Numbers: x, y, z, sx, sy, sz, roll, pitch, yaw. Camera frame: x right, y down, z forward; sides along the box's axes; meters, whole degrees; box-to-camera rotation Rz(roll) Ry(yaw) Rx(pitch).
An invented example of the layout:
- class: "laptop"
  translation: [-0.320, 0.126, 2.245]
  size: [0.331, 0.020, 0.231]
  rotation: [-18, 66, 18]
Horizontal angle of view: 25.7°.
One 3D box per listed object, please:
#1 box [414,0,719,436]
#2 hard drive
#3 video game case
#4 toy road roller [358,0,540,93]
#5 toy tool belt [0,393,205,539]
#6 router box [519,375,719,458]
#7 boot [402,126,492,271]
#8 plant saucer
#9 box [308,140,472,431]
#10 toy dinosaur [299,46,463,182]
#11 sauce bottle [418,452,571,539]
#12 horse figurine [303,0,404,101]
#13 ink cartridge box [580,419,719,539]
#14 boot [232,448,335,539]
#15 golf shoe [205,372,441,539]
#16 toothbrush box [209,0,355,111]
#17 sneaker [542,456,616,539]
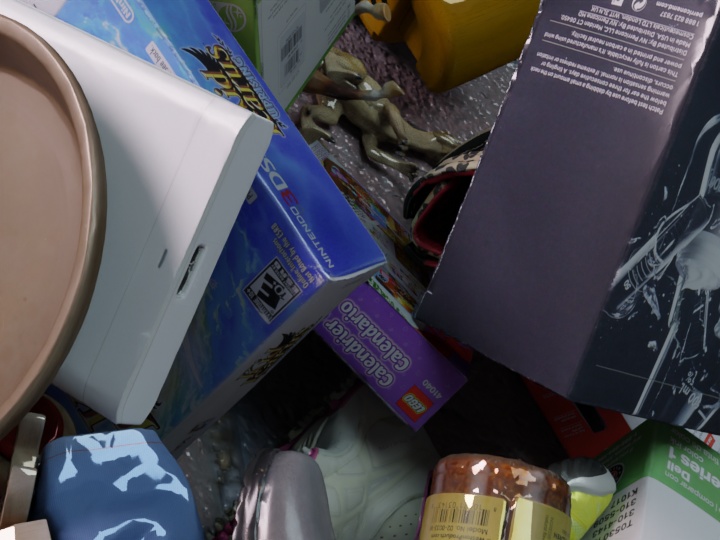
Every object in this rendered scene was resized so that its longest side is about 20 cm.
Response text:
- class: "box"
  translation: [0.154, -0.025, 0.754]
  size: [0.200, 0.183, 0.104]
  rotation: [15, 9, -45]
- class: "hard drive"
  translation: [-0.142, -0.040, 0.658]
  size: [0.199, 0.132, 0.026]
  rotation: [27, 6, 27]
- class: "video game case"
  translation: [-0.107, -0.030, 0.705]
  size: [0.045, 0.181, 0.200]
  rotation: [-20, 72, -50]
- class: "toy road roller"
  translation: [0.061, -0.207, 0.996]
  size: [0.123, 0.200, 0.146]
  rotation: [-28, 81, -23]
- class: "toy tool belt"
  translation: [-0.104, 0.117, 0.615]
  size: [0.124, 0.123, 0.201]
  rotation: [-7, 62, -29]
- class: "router box"
  translation: [0.174, 0.047, 0.966]
  size: [0.180, 0.049, 0.200]
  rotation: [59, 38, -8]
- class: "boot"
  translation: [0.068, -0.041, 0.873]
  size: [0.153, 0.203, 0.074]
  rotation: [-17, 96, -41]
- class: "plant saucer"
  translation: [-0.178, -0.007, 0.627]
  size: [0.029, 0.200, 0.201]
  rotation: [30, 35, -58]
- class: "box"
  translation: [0.000, 0.000, 0.821]
  size: [0.137, 0.039, 0.200]
  rotation: [45, 11, -2]
- class: "toy dinosaur"
  translation: [-0.012, -0.116, 0.981]
  size: [0.200, 0.058, 0.101]
  rotation: [44, 23, -15]
- class: "sauce bottle"
  translation: [0.042, 0.178, 0.642]
  size: [0.066, 0.066, 0.201]
  rotation: [23, 69, -26]
- class: "horse figurine"
  translation: [-0.043, -0.160, 0.896]
  size: [0.050, 0.132, 0.201]
  rotation: [33, 51, -61]
- class: "ink cartridge box"
  translation: [0.112, 0.189, 0.745]
  size: [0.084, 0.145, 0.200]
  rotation: [36, 40, -12]
- class: "boot"
  translation: [0.026, 0.155, 0.594]
  size: [0.070, 0.131, 0.201]
  rotation: [49, 30, -66]
- class: "golf shoe"
  translation: [-0.013, 0.123, 0.749]
  size: [0.092, 0.075, 0.200]
  rotation: [48, 40, -4]
- class: "toothbrush box"
  translation: [-0.117, -0.149, 0.799]
  size: [0.199, 0.086, 0.146]
  rotation: [12, 38, 13]
- class: "sneaker"
  translation: [0.046, 0.163, 0.720]
  size: [0.200, 0.075, 0.076]
  rotation: [-38, 80, -15]
